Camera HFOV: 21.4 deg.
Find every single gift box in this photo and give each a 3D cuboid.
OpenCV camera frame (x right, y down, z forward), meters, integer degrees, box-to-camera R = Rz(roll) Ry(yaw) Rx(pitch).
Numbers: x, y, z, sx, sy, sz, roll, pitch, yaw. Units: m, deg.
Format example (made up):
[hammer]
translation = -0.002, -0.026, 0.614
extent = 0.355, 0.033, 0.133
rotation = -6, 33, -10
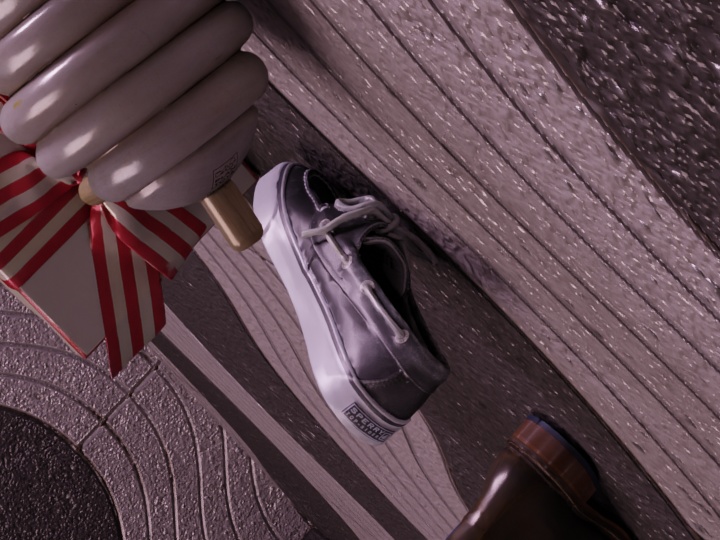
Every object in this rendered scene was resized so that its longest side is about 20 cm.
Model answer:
[gift box]
translation = -0.195, -0.051, 1.223
extent = 0.184, 0.201, 0.186
rotation = 42, 170, -22

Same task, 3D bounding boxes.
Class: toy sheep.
[toy sheep]
translation = -0.107, -0.094, 0.857
extent = 0.200, 0.138, 0.138
rotation = 50, 170, -9

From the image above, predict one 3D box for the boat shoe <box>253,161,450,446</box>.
[boat shoe]
translation = -0.002, -0.001, 0.985
extent = 0.073, 0.068, 0.200
rotation = 37, -160, -32

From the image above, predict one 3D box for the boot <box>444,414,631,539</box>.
[boot]
translation = 0.107, 0.171, 1.168
extent = 0.075, 0.097, 0.200
rotation = 37, 168, 37
